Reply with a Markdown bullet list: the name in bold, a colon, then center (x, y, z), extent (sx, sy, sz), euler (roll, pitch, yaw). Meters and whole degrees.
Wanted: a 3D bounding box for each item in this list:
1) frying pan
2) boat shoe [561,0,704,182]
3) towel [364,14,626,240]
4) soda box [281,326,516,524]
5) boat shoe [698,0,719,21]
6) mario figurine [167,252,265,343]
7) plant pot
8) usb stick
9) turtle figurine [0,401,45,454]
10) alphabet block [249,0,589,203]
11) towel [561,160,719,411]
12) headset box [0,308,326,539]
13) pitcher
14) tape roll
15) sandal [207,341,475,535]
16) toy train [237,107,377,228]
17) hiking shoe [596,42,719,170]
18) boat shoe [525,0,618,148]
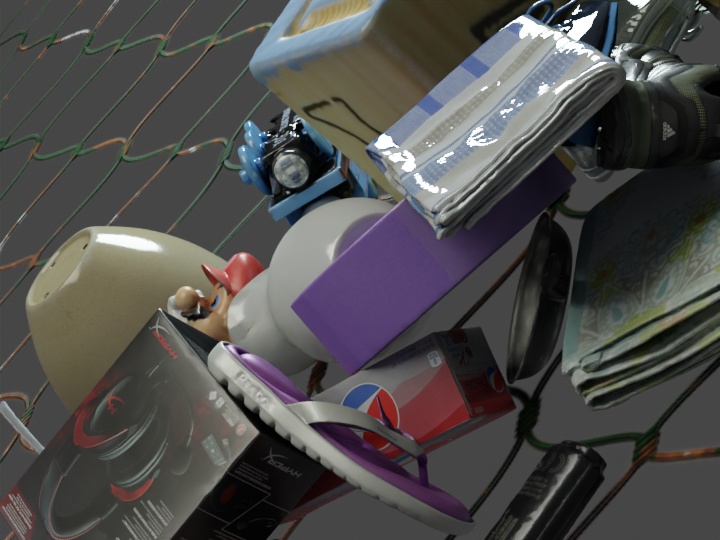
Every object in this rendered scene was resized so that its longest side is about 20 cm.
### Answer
- **frying pan**: center (0.121, 0.000, 1.472), extent (0.190, 0.031, 0.115), euler (108, 173, -58)
- **boat shoe**: center (0.197, -0.155, 1.658), extent (0.074, 0.065, 0.202), euler (-5, 45, 46)
- **towel**: center (0.078, -0.094, 1.404), extent (0.147, 0.024, 0.200), euler (-42, 20, 2)
- **soda box**: center (-0.001, 0.107, 1.531), extent (0.200, 0.063, 0.070), euler (-30, -12, 29)
- **boat shoe**: center (0.279, -0.184, 1.525), extent (0.066, 0.072, 0.201), euler (-53, 16, 4)
- **mario figurine**: center (-0.147, 0.069, 1.890), extent (0.123, 0.106, 0.200), euler (28, 85, 34)
- **plant pot**: center (-0.219, 0.038, 2.057), extent (0.200, 0.134, 0.200), euler (-40, 23, 21)
- **usb stick**: center (0.076, 0.186, 1.353), extent (0.200, 0.033, 0.055), euler (-54, 14, -11)
- **turtle figurine**: center (-0.174, 0.213, 1.662), extent (0.194, 0.200, 0.144), euler (-97, 16, -57)
- **alphabet block**: center (0.072, -0.174, 1.743), extent (0.197, 0.200, 0.195), euler (-57, 23, -19)
- **towel**: center (0.206, -0.014, 1.418), extent (0.171, 0.048, 0.200), euler (-32, 27, 32)
- **headset box**: center (-0.140, 0.151, 1.513), extent (0.200, 0.075, 0.149), euler (-50, 46, 8)
- **pitcher**: center (0.000, 0.000, 1.731), extent (0.172, 0.121, 0.200), euler (-41, 5, -22)
- **tape roll**: center (0.049, -0.018, 1.532), extent (0.200, 0.066, 0.200), euler (-40, -3, -2)
- **sandal**: center (-0.008, 0.097, 1.447), extent (0.050, 0.203, 0.082), euler (-58, -11, 8)
- **toy train**: center (-0.039, -0.081, 1.889), extent (0.087, 0.114, 0.200), euler (-33, 13, 8)
- **hiking shoe**: center (0.200, -0.095, 1.425), extent (0.200, 0.101, 0.076), euler (-57, -29, -72)
- **boat shoe**: center (0.132, -0.141, 1.518), extent (0.200, 0.069, 0.084), euler (-60, -25, -70)
